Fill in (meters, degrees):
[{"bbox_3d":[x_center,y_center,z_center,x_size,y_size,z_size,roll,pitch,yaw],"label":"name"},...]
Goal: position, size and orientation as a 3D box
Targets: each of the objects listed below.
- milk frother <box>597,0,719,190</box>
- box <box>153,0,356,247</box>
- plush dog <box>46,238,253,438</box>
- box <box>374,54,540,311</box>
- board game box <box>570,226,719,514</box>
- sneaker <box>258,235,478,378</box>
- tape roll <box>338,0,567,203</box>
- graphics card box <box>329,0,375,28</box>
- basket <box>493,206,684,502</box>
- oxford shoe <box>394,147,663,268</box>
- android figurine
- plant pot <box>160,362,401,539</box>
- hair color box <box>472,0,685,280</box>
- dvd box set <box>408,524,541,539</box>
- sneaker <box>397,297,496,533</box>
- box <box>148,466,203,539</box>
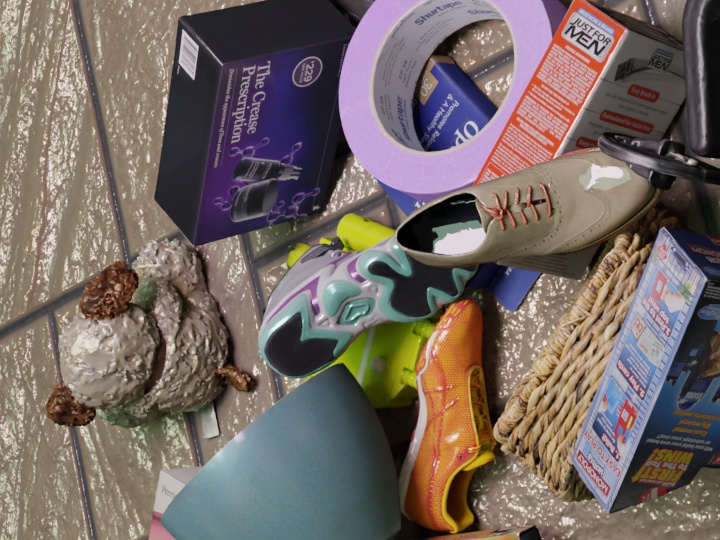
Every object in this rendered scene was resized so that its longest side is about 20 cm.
[{"bbox_3d":[0.267,-0.145,1.269,0.180,0.200,0.189,-1,88,35],"label":"milk frother"},{"bbox_3d":[-0.092,-0.132,1.632,0.079,0.141,0.200,47,141,33],"label":"box"},{"bbox_3d":[-0.209,0.081,1.762,0.160,0.172,0.200,32,111,40],"label":"plush dog"},{"bbox_3d":[0.091,-0.073,1.568,0.200,0.032,0.121,50,122,32],"label":"box"},{"bbox_3d":[0.244,0.081,1.302,0.200,0.200,0.062,-60,39,25],"label":"board game box"},{"bbox_3d":[0.000,0.000,1.572,0.200,0.078,0.140,-25,24,6],"label":"sneaker"},{"bbox_3d":[0.082,-0.151,1.519,0.200,0.066,0.200,-11,71,32],"label":"tape roll"},{"bbox_3d":[-0.013,-0.268,1.659,0.126,0.051,0.200,-52,58,32],"label":"graphics card box"},{"bbox_3d":[0.174,0.055,1.405,0.149,0.143,0.200,47,120,33],"label":"basket"},{"bbox_3d":[0.119,-0.039,1.342,0.200,0.075,0.071,-19,86,24],"label":"oxford shoe"},{"bbox_3d":[0.000,0.047,1.648,0.200,0.041,0.182,27,107,44],"label":"android figurine"},{"bbox_3d":[-0.045,0.193,1.539,0.135,0.200,0.200,49,124,10],"label":"plant pot"},{"bbox_3d":[0.165,-0.097,1.425,0.064,0.111,0.200,43,111,38],"label":"hair color box"},{"bbox_3d":[0.083,0.290,1.549,0.200,0.029,0.147,-16,92,44],"label":"dvd box set"},{"bbox_3d":[0.084,0.120,1.557,0.077,0.073,0.200,15,107,29],"label":"sneaker"},{"bbox_3d":[-0.123,0.291,1.719,0.128,0.109,0.200,19,103,44],"label":"box"}]
